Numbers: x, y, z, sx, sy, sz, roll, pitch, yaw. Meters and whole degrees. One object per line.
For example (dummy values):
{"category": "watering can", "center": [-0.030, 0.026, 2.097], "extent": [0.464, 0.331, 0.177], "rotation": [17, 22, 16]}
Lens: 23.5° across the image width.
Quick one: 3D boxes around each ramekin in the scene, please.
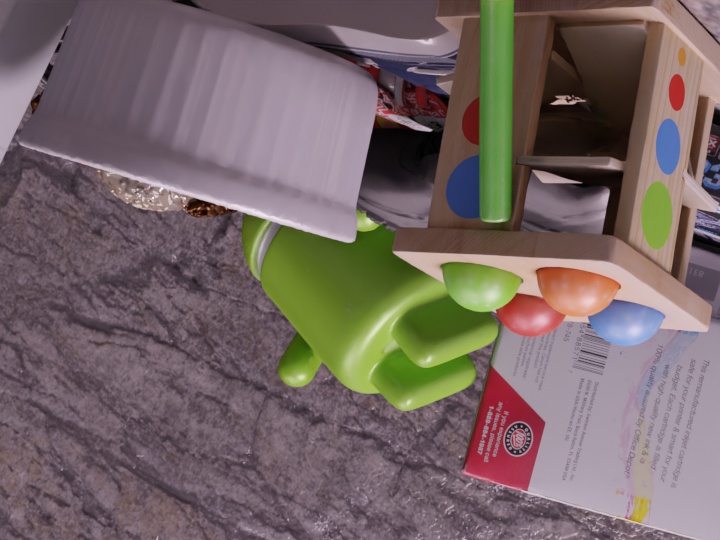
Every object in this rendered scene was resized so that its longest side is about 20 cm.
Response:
{"category": "ramekin", "center": [-0.086, -0.089, 0.991], "extent": [0.200, 0.098, 0.200], "rotation": [17, -178, 0]}

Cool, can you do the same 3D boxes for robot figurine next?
{"category": "robot figurine", "center": [0.000, 0.000, 1.152], "extent": [0.116, 0.176, 0.200], "rotation": [-20, -124, -36]}

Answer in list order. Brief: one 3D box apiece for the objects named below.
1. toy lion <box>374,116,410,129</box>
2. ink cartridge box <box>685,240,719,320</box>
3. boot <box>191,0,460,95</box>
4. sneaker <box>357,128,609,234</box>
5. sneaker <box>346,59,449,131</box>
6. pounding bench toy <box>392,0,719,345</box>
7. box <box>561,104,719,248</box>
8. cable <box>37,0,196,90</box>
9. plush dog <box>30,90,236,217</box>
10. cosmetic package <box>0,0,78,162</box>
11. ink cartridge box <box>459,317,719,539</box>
{"category": "toy lion", "center": [0.070, -0.078, 1.275], "extent": [0.192, 0.069, 0.200], "rotation": [36, 155, 8]}
{"category": "ink cartridge box", "center": [0.251, 0.001, 1.260], "extent": [0.161, 0.050, 0.200], "rotation": [16, -174, -6]}
{"category": "boot", "center": [-0.009, -0.145, 0.993], "extent": [0.200, 0.073, 0.090], "rotation": [20, 169, 29]}
{"category": "sneaker", "center": [0.079, -0.064, 1.036], "extent": [0.200, 0.076, 0.091], "rotation": [10, 140, 12]}
{"category": "sneaker", "center": [0.015, -0.133, 1.107], "extent": [0.201, 0.067, 0.108], "rotation": [21, 174, -12]}
{"category": "pounding bench toy", "center": [0.088, -0.057, 0.851], "extent": [0.124, 0.156, 0.200], "rotation": [3, 165, 34]}
{"category": "box", "center": [0.226, -0.051, 1.101], "extent": [0.200, 0.050, 0.198], "rotation": [22, 176, 31]}
{"category": "cable", "center": [-0.126, -0.152, 1.116], "extent": [0.200, 0.050, 0.097], "rotation": [-18, 128, 39]}
{"category": "plush dog", "center": [-0.132, -0.127, 1.222], "extent": [0.200, 0.172, 0.160], "rotation": [22, 176, -2]}
{"category": "cosmetic package", "center": [-0.231, -0.166, 1.061], "extent": [0.081, 0.200, 0.113], "rotation": [23, 177, 6]}
{"category": "ink cartridge box", "center": [0.183, 0.095, 1.189], "extent": [0.200, 0.146, 0.145], "rotation": [16, 177, 6]}
